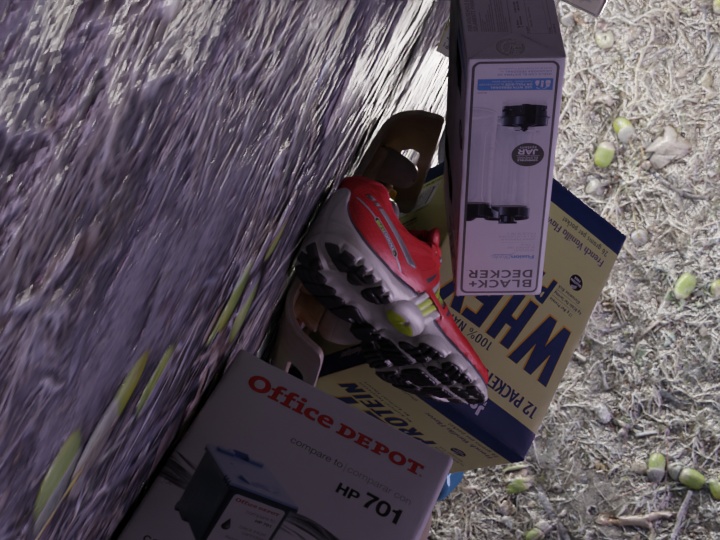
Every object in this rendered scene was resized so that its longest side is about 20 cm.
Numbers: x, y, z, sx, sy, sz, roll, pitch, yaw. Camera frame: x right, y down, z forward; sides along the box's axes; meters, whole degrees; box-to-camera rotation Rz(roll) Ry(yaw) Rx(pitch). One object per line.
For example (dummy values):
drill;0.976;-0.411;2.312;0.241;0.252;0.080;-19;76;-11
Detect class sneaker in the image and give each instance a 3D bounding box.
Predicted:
sneaker;0.036;0.015;1.076;0.200;0.076;0.085;53;50;-41

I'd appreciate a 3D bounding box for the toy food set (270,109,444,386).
toy food set;0.000;0.000;1.165;0.201;0.060;0.144;-61;175;-25

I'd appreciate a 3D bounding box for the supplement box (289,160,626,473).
supplement box;0.065;0.036;1.273;0.200;0.134;0.201;-24;-146;61

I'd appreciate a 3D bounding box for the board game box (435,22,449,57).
board game box;0.115;-0.232;1.326;0.135;0.034;0.200;-64;176;12

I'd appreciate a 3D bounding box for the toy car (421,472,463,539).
toy car;-0.045;0.200;1.528;0.199;0.178;0.184;-23;-165;48

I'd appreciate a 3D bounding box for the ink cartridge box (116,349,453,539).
ink cartridge box;-0.054;0.162;0.914;0.201;0.145;0.086;-60;173;-43

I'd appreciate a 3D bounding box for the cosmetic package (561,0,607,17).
cosmetic package;0.164;-0.278;1.181;0.071;0.104;0.201;111;6;-47

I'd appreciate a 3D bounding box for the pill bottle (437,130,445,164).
pill bottle;0.142;-0.126;1.797;0.113;0.111;0.200;-64;176;13

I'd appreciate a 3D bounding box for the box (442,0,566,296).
box;0.089;-0.092;1.078;0.201;0.059;0.117;89;-2;-46
